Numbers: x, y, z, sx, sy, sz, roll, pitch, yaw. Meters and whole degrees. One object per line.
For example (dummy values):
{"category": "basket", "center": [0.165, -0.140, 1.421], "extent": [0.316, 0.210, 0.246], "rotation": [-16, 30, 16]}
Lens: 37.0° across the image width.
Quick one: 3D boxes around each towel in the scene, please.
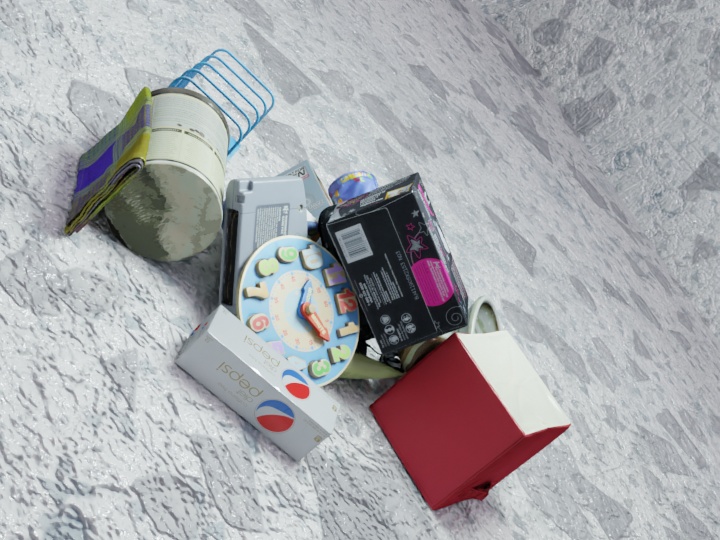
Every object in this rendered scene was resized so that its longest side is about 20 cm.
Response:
{"category": "towel", "center": [-0.308, -0.137, 1.326], "extent": [0.023, 0.144, 0.200], "rotation": [37, 25, -27]}

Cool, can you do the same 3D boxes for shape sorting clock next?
{"category": "shape sorting clock", "center": [-0.076, 0.052, 1.391], "extent": [0.200, 0.039, 0.201], "rotation": [18, 65, -42]}

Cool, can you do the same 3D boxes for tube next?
{"category": "tube", "center": [-0.030, 0.126, 1.491], "extent": [0.200, 0.052, 0.058], "rotation": [20, 24, -42]}

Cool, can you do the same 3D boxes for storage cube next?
{"category": "storage cube", "center": [0.158, 0.208, 1.527], "extent": [0.171, 0.180, 0.200], "rotation": [4, 47, -57]}

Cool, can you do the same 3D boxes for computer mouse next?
{"category": "computer mouse", "center": [0.006, 0.118, 1.602], "extent": [0.200, 0.034, 0.059], "rotation": [32, 37, -46]}

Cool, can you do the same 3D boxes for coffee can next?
{"category": "coffee can", "center": [-0.248, -0.129, 1.409], "extent": [0.146, 0.146, 0.200], "rotation": [35, 27, -25]}

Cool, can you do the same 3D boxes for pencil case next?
{"category": "pencil case", "center": [0.023, -0.061, 1.659], "extent": [0.078, 0.087, 0.200], "rotation": [21, 38, -63]}

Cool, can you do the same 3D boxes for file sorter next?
{"category": "file sorter", "center": [-0.230, -0.239, 1.638], "extent": [0.139, 0.123, 0.200], "rotation": [42, 25, -9]}

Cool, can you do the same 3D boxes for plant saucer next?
{"category": "plant saucer", "center": [0.187, 0.142, 1.763], "extent": [0.200, 0.050, 0.201], "rotation": [-2, 90, -68]}

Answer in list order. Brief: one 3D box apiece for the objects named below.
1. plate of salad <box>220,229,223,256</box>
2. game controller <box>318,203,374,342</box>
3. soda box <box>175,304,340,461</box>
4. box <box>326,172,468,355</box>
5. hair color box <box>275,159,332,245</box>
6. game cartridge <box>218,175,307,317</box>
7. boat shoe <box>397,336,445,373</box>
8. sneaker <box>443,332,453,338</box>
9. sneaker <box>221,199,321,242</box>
{"category": "plate of salad", "center": [-0.132, -0.014, 1.548], "extent": [0.200, 0.048, 0.201], "rotation": [37, 33, -30]}
{"category": "game controller", "center": [0.000, 0.000, 1.550], "extent": [0.104, 0.042, 0.201], "rotation": [-16, 96, -45]}
{"category": "soda box", "center": [-0.122, 0.138, 1.305], "extent": [0.200, 0.068, 0.064], "rotation": [41, 28, -13]}
{"category": "box", "center": [0.053, -0.010, 1.464], "extent": [0.115, 0.132, 0.201], "rotation": [-67, 135, -71]}
{"category": "hair color box", "center": [-0.056, -0.059, 1.650], "extent": [0.200, 0.060, 0.099], "rotation": [63, 2, 24]}
{"category": "game cartridge", "center": [-0.125, -0.023, 1.411], "extent": [0.041, 0.201, 0.133], "rotation": [13, 14, 33]}
{"category": "boat shoe", "center": [0.078, 0.109, 1.583], "extent": [0.076, 0.071, 0.200], "rotation": [59, -9, 15]}
{"category": "sneaker", "center": [0.129, 0.103, 1.786], "extent": [0.200, 0.078, 0.100], "rotation": [-11, 70, -55]}
{"category": "sneaker", "center": [-0.139, -0.077, 1.496], "extent": [0.088, 0.075, 0.200], "rotation": [54, 19, 26]}
